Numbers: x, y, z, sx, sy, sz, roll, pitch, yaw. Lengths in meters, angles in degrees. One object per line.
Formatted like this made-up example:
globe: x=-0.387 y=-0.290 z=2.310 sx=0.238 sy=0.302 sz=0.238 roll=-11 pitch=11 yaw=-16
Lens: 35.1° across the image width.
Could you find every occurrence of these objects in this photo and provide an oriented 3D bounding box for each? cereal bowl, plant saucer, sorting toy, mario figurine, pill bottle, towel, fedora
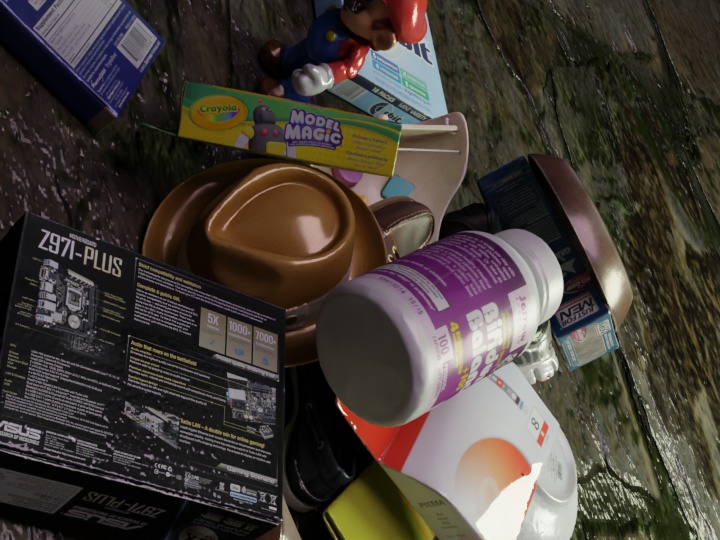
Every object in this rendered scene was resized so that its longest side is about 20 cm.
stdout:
cereal bowl: x=0.148 y=0.189 z=1.097 sx=0.199 sy=0.083 sz=0.202 roll=34 pitch=41 yaw=-35
plant saucer: x=0.229 y=-0.035 z=1.162 sx=0.200 sy=0.034 sz=0.202 roll=-90 pitch=154 yaw=-76
sorting toy: x=0.007 y=-0.054 z=1.076 sx=0.198 sy=0.106 sz=0.182 roll=-3 pitch=81 yaw=-37
mario figurine: x=-0.025 y=-0.234 z=1.064 sx=0.106 sy=0.199 sz=0.125 roll=-12 pitch=75 yaw=-56
pill bottle: x=0.069 y=0.034 z=0.881 sx=0.199 sy=0.112 sz=0.113 roll=-24 pitch=85 yaw=-41
towel: x=0.022 y=0.202 z=0.938 sx=0.087 sy=0.018 sz=0.200 roll=58 pitch=20 yaw=2
fedora: x=-0.067 y=-0.024 z=0.883 sx=0.198 sy=0.082 sz=0.203 roll=6 pitch=61 yaw=-11

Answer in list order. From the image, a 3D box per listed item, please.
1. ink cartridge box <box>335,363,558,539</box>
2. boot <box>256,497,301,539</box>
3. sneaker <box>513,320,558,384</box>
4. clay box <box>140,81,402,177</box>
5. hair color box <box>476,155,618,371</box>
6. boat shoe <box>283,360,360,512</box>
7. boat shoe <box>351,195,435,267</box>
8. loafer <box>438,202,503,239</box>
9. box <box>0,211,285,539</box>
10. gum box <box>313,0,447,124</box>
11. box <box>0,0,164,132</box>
ink cartridge box: x=0.080 y=0.120 z=0.942 sx=0.201 sy=0.050 sz=0.163 roll=55 pitch=44 yaw=-23
boot: x=-0.040 y=0.238 z=0.829 sx=0.146 sy=0.070 sz=0.202 roll=31 pitch=44 yaw=-47
sneaker: x=0.100 y=0.070 z=1.063 sx=0.198 sy=0.074 sz=0.089 roll=-11 pitch=111 yaw=-26
clay box: x=-0.075 y=-0.117 z=0.919 sx=0.198 sy=0.115 sz=0.048 roll=11 pitch=95 yaw=-12
hair color box: x=0.192 y=-0.008 z=1.175 sx=0.201 sy=0.060 sz=0.100 roll=66 pitch=6 yaw=29
boat shoe: x=-0.021 y=0.102 z=0.944 sx=0.075 sy=0.066 sz=0.200 roll=45 pitch=37 yaw=-25
boat shoe: x=0.000 y=0.000 z=0.986 sx=0.199 sy=0.070 sz=0.071 roll=-33 pitch=132 yaw=-32
loafer: x=0.107 y=-0.022 z=1.138 sx=0.200 sy=0.071 sz=0.074 roll=-107 pitch=-179 yaw=-84
box: x=-0.153 y=0.080 z=0.735 sx=0.199 sy=0.086 sz=0.165 roll=22 pitch=49 yaw=-31
gum box: x=0.020 y=-0.263 z=1.290 sx=0.169 sy=0.044 sz=0.202 roll=22 pitch=51 yaw=-45
box: x=-0.251 y=-0.218 z=0.897 sx=0.200 sy=0.032 sz=0.122 roll=47 pitch=35 yaw=-24
